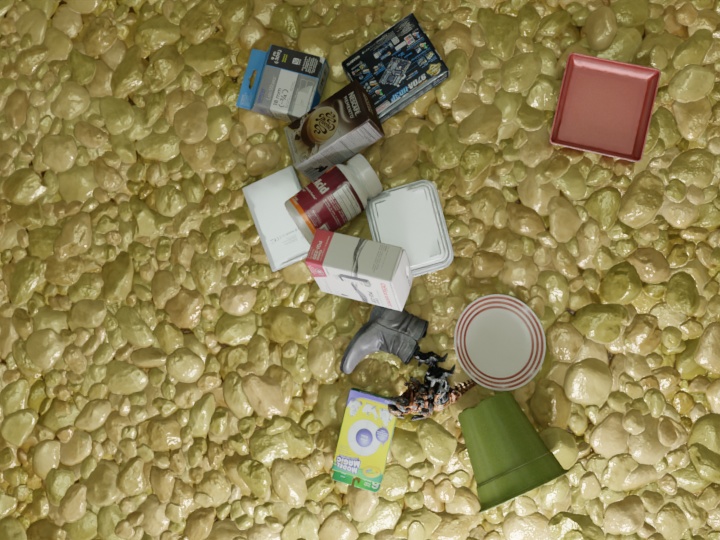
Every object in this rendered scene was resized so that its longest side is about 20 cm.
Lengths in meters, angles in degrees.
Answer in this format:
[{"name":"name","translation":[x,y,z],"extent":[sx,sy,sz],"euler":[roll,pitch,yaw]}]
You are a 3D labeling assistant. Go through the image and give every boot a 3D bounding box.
[{"name":"boot","translation":[0.052,0.165,1.457],"extent":[0.131,0.070,0.202],"euler":[35,92,11]}]

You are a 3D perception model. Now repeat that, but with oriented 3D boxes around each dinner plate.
[{"name":"dinner plate","translation":[0.293,0.152,1.430],"extent":[0.195,0.024,0.205],"euler":[1,74,-3]}]

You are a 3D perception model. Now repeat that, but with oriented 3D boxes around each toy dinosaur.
[{"name":"toy dinosaur","translation":[0.151,0.249,1.429],"extent":[0.101,0.197,0.139],"euler":[27,127,45]}]

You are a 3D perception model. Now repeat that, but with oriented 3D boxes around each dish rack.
[{"name":"dish rack","translation":[0.104,-0.090,1.484],"extent":[0.168,0.044,0.205],"euler":[-15,83,8]}]

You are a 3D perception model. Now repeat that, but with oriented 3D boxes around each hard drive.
[{"name":"hard drive","translation":[-0.175,-0.118,1.534],"extent":[0.129,0.027,0.204],"euler":[-22,83,6]}]

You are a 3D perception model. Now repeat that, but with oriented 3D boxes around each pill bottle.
[{"name":"pill bottle","translation":[-0.057,-0.155,1.460],"extent":[0.198,0.114,0.115],"euler":[-36,82,-5]}]

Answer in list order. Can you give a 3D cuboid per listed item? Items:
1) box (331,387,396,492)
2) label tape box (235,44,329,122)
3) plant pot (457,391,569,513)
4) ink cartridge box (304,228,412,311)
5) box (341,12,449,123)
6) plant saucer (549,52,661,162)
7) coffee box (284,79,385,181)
[{"name":"box","translation":[0.009,0.369,1.460],"extent":[0.114,0.048,0.205],"euler":[13,89,8]},{"name":"label tape box","translation":[-0.185,-0.427,1.540],"extent":[0.195,0.063,0.148],"euler":[16,87,9]},{"name":"plant pot","translation":[0.289,0.355,1.366],"extent":[0.197,0.200,0.193],"euler":[-25,70,5]},{"name":"ink cartridge box","translation":[0.000,0.000,1.411],"extent":[0.195,0.146,0.086],"euler":[11,66,19]},{"name":"box","translation":[0.077,-0.450,1.513],"extent":[0.198,0.046,0.161],"euler":[-34,82,4]},{"name":"plant saucer","translation":[0.520,-0.346,1.447],"extent":[0.195,0.037,0.205],"euler":[14,88,10]},{"name":"coffee box","translation":[-0.058,-0.302,1.466],"extent":[0.197,0.079,0.115],"euler":[-29,62,20]}]
